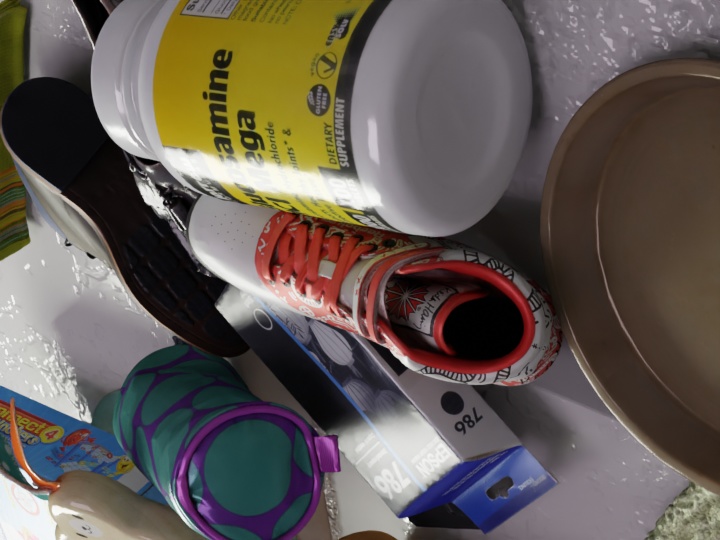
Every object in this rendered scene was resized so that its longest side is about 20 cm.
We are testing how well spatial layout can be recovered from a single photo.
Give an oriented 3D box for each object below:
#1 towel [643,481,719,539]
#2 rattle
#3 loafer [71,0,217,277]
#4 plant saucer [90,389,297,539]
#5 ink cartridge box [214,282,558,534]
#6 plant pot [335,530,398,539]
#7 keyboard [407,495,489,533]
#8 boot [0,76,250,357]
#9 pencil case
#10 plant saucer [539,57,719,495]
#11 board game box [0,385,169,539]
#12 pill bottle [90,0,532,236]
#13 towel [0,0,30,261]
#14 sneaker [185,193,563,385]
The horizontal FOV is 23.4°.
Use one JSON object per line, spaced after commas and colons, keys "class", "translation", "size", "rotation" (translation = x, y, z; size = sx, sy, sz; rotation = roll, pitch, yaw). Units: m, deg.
{"class": "towel", "translation": [0.219, 0.132, 0.809], "size": [0.148, 0.036, 0.200], "rotation": [43, 144, 10]}
{"class": "rattle", "translation": [-0.162, 0.187, 1.019], "size": [0.130, 0.143, 0.200], "rotation": [11, 156, 49]}
{"class": "loafer", "translation": [-0.108, -0.080, 0.921], "size": [0.071, 0.063, 0.201], "rotation": [3, 121, 35]}
{"class": "plant saucer", "translation": [-0.125, 0.174, 1.206], "size": [0.199, 0.036, 0.201], "rotation": [27, 139, 26]}
{"class": "ink cartridge box", "translation": [0.010, 0.064, 0.928], "size": [0.200, 0.039, 0.100], "rotation": [47, 148, 6]}
{"class": "plant pot", "translation": [0.028, 0.257, 1.008], "size": [0.183, 0.199, 0.201], "rotation": [44, 147, 32]}
{"class": "keyboard", "translation": [0.021, 0.062, 0.966], "size": [0.127, 0.021, 0.201], "rotation": [-8, 117, 55]}
{"class": "boot", "translation": [-0.136, -0.032, 1.024], "size": [0.200, 0.075, 0.097], "rotation": [50, 168, -13]}
{"class": "pencil case", "translation": [-0.083, 0.096, 0.997], "size": [0.200, 0.092, 0.086], "rotation": [-156, 58, -71]}
{"class": "plant saucer", "translation": [0.159, 0.005, 0.734], "size": [0.200, 0.029, 0.201], "rotation": [28, 130, 39]}
{"class": "board game box", "translation": [-0.191, 0.194, 1.214], "size": [0.195, 0.056, 0.201], "rotation": [18, 134, 35]}
{"class": "pill bottle", "translation": [-0.029, -0.083, 0.806], "size": [0.199, 0.112, 0.113], "rotation": [11, 130, 40]}
{"class": "towel", "translation": [-0.234, -0.068, 1.054], "size": [0.018, 0.086, 0.201], "rotation": [33, 140, 19]}
{"class": "sneaker", "translation": [0.001, -0.001, 0.825], "size": [0.200, 0.068, 0.108], "rotation": [22, -178, 9]}
